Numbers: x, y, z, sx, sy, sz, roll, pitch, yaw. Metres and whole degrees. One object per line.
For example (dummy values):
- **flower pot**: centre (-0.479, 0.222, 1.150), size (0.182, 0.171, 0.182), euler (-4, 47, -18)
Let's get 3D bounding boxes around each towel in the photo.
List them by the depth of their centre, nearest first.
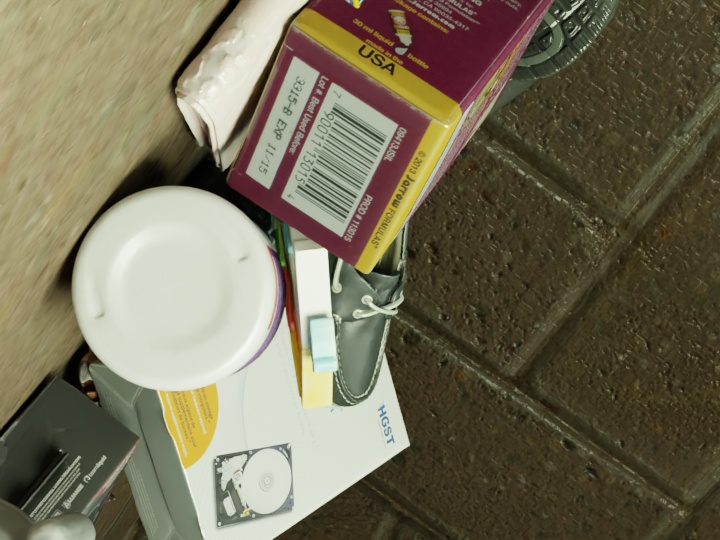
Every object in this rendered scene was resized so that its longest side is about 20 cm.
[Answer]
- **towel**: centre (-0.033, -0.155, 0.887), size (0.200, 0.032, 0.191), euler (-54, 180, -7)

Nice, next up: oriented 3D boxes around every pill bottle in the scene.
- **pill bottle**: centre (-0.101, 0.012, 0.932), size (0.112, 0.111, 0.200), euler (-55, 179, -1)

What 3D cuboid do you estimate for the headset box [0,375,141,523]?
- **headset box**: centre (-0.233, 0.174, 1.055), size (0.149, 0.077, 0.200), euler (-54, 180, -36)

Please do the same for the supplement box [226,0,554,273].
- **supplement box**: centre (0.027, -0.118, 0.901), size (0.200, 0.103, 0.131), euler (-52, 173, -44)

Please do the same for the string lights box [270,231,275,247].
- **string lights box**: centre (-0.045, -0.101, 1.301), size (0.200, 0.059, 0.103), euler (-55, 179, 0)

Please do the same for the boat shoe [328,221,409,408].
- **boat shoe**: centre (0.000, 0.000, 1.087), size (0.075, 0.060, 0.201), euler (-11, 103, -49)

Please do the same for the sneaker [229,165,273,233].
- **sneaker**: centre (-0.018, -0.087, 1.171), size (0.199, 0.079, 0.090), euler (-29, 171, 7)

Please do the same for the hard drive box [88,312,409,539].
- **hard drive box**: centre (-0.074, 0.097, 1.119), size (0.077, 0.157, 0.200), euler (2, -155, 46)

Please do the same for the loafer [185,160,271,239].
- **loafer**: centre (-0.101, -0.016, 1.123), size (0.068, 0.070, 0.201), euler (-54, 179, -18)

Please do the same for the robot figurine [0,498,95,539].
- **robot figurine**: centre (-0.216, 0.175, 0.805), size (0.169, 0.113, 0.200), euler (-27, 178, -1)

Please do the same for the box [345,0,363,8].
- **box**: centre (-0.009, -0.168, 0.638), size (0.070, 0.064, 0.200), euler (-55, 178, 0)

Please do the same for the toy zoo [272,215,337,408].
- **toy zoo**: centre (-0.037, -0.009, 0.973), size (0.201, 0.020, 0.132), euler (-102, -171, -46)

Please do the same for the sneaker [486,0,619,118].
- **sneaker**: centre (0.098, -0.153, 1.073), size (0.200, 0.076, 0.091), euler (-31, -179, 35)

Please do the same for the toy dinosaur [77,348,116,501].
- **toy dinosaur**: centre (-0.181, 0.097, 1.176), size (0.085, 0.136, 0.200), euler (-14, -171, -20)
